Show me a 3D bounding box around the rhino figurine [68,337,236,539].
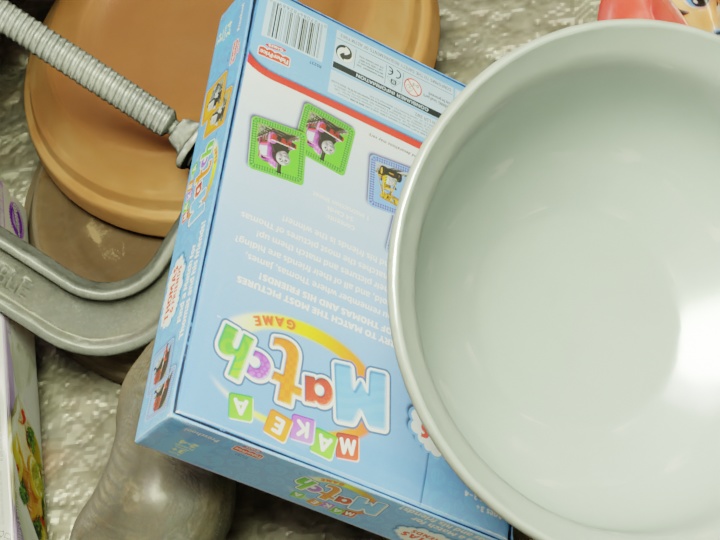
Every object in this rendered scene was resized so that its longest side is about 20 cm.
[{"bbox_3d":[-0.062,0.068,0.776,0.087,0.060,0.200,11,72,24],"label":"rhino figurine"}]

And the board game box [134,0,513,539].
[{"bbox_3d":[0.000,0.000,0.770,0.037,0.151,0.200,-37,37,48],"label":"board game box"}]

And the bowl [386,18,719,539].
[{"bbox_3d":[0.093,0.013,0.728,0.201,0.090,0.202,3,80,-17],"label":"bowl"}]

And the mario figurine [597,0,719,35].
[{"bbox_3d":[0.188,-0.133,0.816,0.200,0.106,0.123,-38,57,-11],"label":"mario figurine"}]

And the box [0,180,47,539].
[{"bbox_3d":[-0.161,0.056,0.828,0.041,0.039,0.200,-14,61,8],"label":"box"}]

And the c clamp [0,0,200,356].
[{"bbox_3d":[-0.134,-0.068,0.809,0.200,0.027,0.171,38,92,-4],"label":"c clamp"}]

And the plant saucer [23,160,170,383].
[{"bbox_3d":[-0.066,-0.038,0.880,0.200,0.029,0.200,-9,55,13],"label":"plant saucer"}]

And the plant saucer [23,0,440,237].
[{"bbox_3d":[-0.064,-0.107,0.885,0.200,0.037,0.201,-8,56,12],"label":"plant saucer"}]
